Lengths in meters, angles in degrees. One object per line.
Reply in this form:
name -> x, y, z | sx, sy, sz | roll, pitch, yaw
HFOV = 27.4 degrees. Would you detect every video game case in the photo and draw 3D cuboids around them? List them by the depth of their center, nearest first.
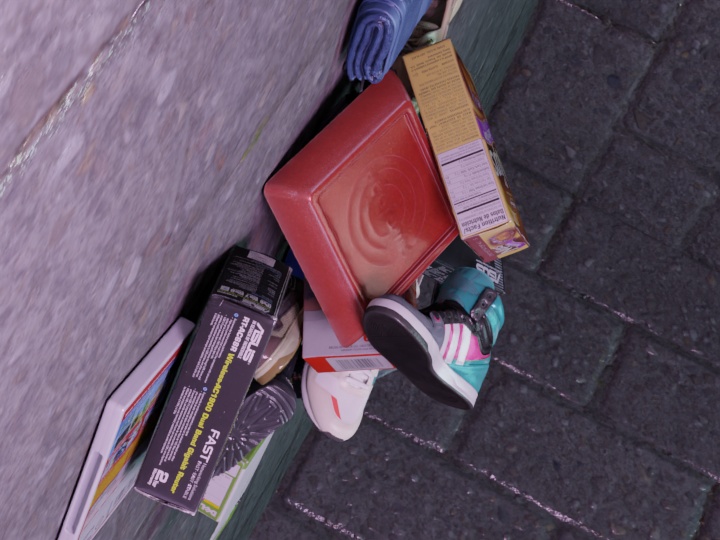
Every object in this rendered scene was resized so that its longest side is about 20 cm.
video game case -> -0.204, 0.151, 1.266 | 0.201, 0.017, 0.143 | -65, 175, 32

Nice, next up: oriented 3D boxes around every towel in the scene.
towel -> 0.047, -0.276, 1.391 | 0.200, 0.048, 0.112 | -59, 175, -30

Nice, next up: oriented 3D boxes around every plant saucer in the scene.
plant saucer -> 0.018, -0.058, 1.433 | 0.200, 0.037, 0.200 | -46, 126, -30

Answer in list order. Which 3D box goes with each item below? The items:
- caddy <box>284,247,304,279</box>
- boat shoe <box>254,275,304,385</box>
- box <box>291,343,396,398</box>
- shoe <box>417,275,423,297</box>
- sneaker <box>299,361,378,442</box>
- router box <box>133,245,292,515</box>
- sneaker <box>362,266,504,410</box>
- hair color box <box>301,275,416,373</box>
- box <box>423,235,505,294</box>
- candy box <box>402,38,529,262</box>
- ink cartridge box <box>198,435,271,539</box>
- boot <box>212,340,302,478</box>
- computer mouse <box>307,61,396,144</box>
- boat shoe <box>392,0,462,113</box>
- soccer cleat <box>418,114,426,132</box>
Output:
caddy -> -0.024, -0.010, 1.771 | 0.142, 0.105, 0.200 | -58, 174, -33
boat shoe -> -0.095, 0.045, 1.558 | 0.072, 0.066, 0.201 | -38, -164, 20
box -> -0.009, 0.099, 1.747 | 0.199, 0.046, 0.158 | -22, -172, -43
shoe -> 0.057, -0.002, 1.773 | 0.200, 0.053, 0.070 | -67, 174, -46
sneaker -> -0.005, 0.082, 1.580 | 0.093, 0.070, 0.201 | -32, -141, 45
router box -> -0.129, 0.094, 1.317 | 0.150, 0.062, 0.201 | -83, -164, -73
sneaker -> 0.080, 0.043, 1.449 | 0.200, 0.083, 0.121 | 49, 59, -50
hair color box -> 0.000, 0.000, 1.544 | 0.064, 0.110, 0.201 | 55, 33, -66
box -> 0.107, -0.080, 1.793 | 0.200, 0.047, 0.194 | 24, 56, -53
candy box -> 0.107, -0.118, 1.483 | 0.056, 0.201, 0.117 | -19, 165, 11
ink cartridge box -> -0.178, 0.252, 1.799 | 0.201, 0.075, 0.148 | -63, 176, 28
boot -> -0.137, 0.131, 1.613 | 0.164, 0.066, 0.200 | -29, -158, 10
computer mouse -> -0.025, -0.122, 1.480 | 0.138, 0.052, 0.201 | 34, 75, -75
boat shoe -> 0.057, -0.248, 1.567 | 0.065, 0.072, 0.201 | 53, 60, -77
soccer cleat -> 0.029, -0.179, 1.661 | 0.065, 0.083, 0.200 | -61, -163, 25
